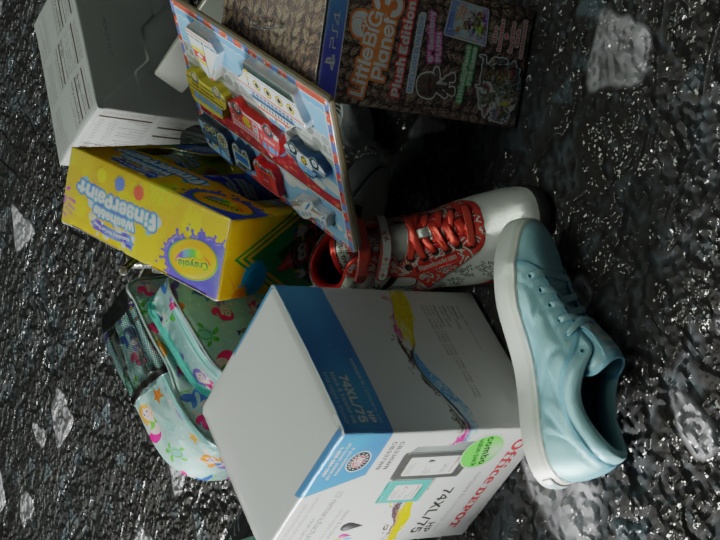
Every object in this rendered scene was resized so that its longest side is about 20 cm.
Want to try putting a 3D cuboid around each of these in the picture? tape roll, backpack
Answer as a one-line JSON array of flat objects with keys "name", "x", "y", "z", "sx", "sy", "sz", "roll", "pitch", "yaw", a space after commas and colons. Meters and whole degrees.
[{"name": "tape roll", "x": -0.138, "y": -0.272, "z": 1.349, "sx": 0.203, "sy": 0.037, "sz": 0.203, "roll": -53, "pitch": 13, "yaw": 17}, {"name": "backpack", "x": -0.132, "y": 0.091, "z": 1.281, "sx": 0.150, "sy": 0.177, "sz": 0.201, "roll": -37, "pitch": 70, "yaw": 44}]

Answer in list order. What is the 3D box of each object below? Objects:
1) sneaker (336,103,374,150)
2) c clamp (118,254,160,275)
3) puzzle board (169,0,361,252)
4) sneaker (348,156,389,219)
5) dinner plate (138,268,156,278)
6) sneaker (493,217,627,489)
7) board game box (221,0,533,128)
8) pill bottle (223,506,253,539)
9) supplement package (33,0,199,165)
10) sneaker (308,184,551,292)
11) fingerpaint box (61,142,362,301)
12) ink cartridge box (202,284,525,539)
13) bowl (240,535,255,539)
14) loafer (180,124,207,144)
[{"name": "sneaker", "x": -0.074, "y": -0.160, "z": 1.259, "sx": 0.115, "sy": 0.075, "sz": 0.200, "roll": -43, "pitch": 61, "yaw": 11}, {"name": "c clamp", "x": -0.119, "y": -0.009, "z": 1.235, "sx": 0.171, "sy": 0.198, "sz": 0.027, "roll": -120, "pitch": 32, "yaw": -75}, {"name": "puzzle board", "x": -0.078, "y": -0.113, "z": 1.044, "sx": 0.200, "sy": 0.017, "sz": 0.151, "roll": 36, "pitch": 152, "yaw": 36}, {"name": "sneaker", "x": 0.000, "y": 0.000, "z": 1.206, "sx": 0.070, "sy": 0.073, "sz": 0.202, "roll": 24, "pitch": 108, "yaw": 27}, {"name": "dinner plate", "x": -0.179, "y": -0.025, "z": 1.392, "sx": 0.024, "sy": 0.200, "sz": 0.201, "roll": 34, "pitch": 124, "yaw": 4}, {"name": "sneaker", "x": 0.155, "y": 0.052, "z": 0.973, "sx": 0.081, "sy": 0.074, "sz": 0.202, "roll": -19, "pitch": 75, "yaw": 37}, {"name": "board game box", "x": 0.009, "y": -0.181, "z": 1.078, "sx": 0.159, "sy": 0.199, "sz": 0.098, "roll": 19, "pitch": 103, "yaw": 54}, {"name": "pill bottle", "x": -0.058, "y": 0.230, "z": 1.221, "sx": 0.107, "sy": 0.105, "sz": 0.201, "roll": 58, "pitch": 132, "yaw": 40}, {"name": "supplement package", "x": -0.266, "y": -0.223, "z": 1.520, "sx": 0.111, "sy": 0.155, "sz": 0.202, "roll": -44, "pitch": 53, "yaw": 43}, {"name": "sneaker", "x": 0.048, "y": -0.019, "z": 1.070, "sx": 0.200, "sy": 0.107, "sz": 0.068, "roll": -21, "pitch": 71, "yaw": 42}, {"name": "fingerpaint box", "x": -0.127, "y": -0.050, "z": 1.149, "sx": 0.199, "sy": 0.166, "sz": 0.074, "roll": 24, "pitch": 110, "yaw": 35}, {"name": "ink cartridge box", "x": 0.010, "y": 0.114, "z": 1.052, "sx": 0.147, "sy": 0.199, "sz": 0.147, "roll": -58, "pitch": 45, "yaw": 34}, {"name": "bowl", "x": -0.073, "y": 0.305, "z": 1.142, "sx": 0.202, "sy": 0.200, "sz": 0.105, "roll": -61, "pitch": 2, "yaw": 31}, {"name": "loafer", "x": -0.087, "y": -0.090, "z": 1.275, "sx": 0.199, "sy": 0.070, "sz": 0.069, "roll": 27, "pitch": 133, "yaw": 27}]
